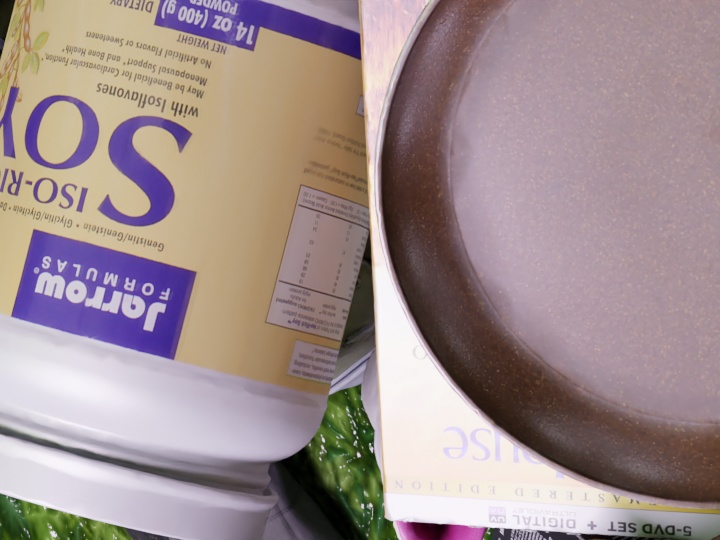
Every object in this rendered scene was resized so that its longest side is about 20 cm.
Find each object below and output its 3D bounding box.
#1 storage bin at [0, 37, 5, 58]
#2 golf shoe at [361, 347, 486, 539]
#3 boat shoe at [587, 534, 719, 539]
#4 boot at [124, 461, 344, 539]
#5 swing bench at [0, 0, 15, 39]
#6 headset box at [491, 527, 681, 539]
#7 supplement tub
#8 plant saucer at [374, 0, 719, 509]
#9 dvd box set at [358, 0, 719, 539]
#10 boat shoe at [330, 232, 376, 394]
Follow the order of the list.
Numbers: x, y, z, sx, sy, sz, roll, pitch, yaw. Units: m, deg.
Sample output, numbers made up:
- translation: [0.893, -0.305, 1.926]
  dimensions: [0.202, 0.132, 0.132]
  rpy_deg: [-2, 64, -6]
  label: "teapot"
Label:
- translation: [-0.225, -0.035, 1.009]
  dimensions: [0.135, 0.094, 0.200]
  rpy_deg: [39, 140, -17]
  label: "storage bin"
- translation: [0.046, 0.022, 0.882]
  dimensions: [0.201, 0.075, 0.092]
  rpy_deg: [101, 173, -46]
  label: "golf shoe"
- translation: [0.085, 0.124, 0.799]
  dimensions: [0.202, 0.074, 0.075]
  rpy_deg: [-28, 59, 53]
  label: "boat shoe"
- translation: [-0.050, 0.089, 1.074]
  dimensions: [0.200, 0.070, 0.132]
  rpy_deg: [30, 133, 40]
  label: "boot"
- translation: [-0.242, -0.147, 1.079]
  dimensions: [0.199, 0.130, 0.199]
  rpy_deg: [31, 141, -4]
  label: "swing bench"
- translation: [0.131, 0.168, 0.871]
  dimensions: [0.200, 0.077, 0.150]
  rpy_deg: [36, 135, 36]
  label: "headset box"
- translation: [-0.069, -0.015, 0.881]
  dimensions: [0.145, 0.145, 0.201]
  rpy_deg: [12, 87, 50]
  label: "supplement tub"
- translation: [0.104, -0.026, 0.758]
  dimensions: [0.199, 0.032, 0.202]
  rpy_deg: [4, 109, 13]
  label: "plant saucer"
- translation: [0.074, -0.011, 0.806]
  dimensions: [0.145, 0.029, 0.201]
  rpy_deg: [3, 109, 15]
  label: "dvd box set"
- translation: [0.000, 0.000, 0.964]
  dimensions: [0.072, 0.062, 0.200]
  rpy_deg: [55, 143, 16]
  label: "boat shoe"
